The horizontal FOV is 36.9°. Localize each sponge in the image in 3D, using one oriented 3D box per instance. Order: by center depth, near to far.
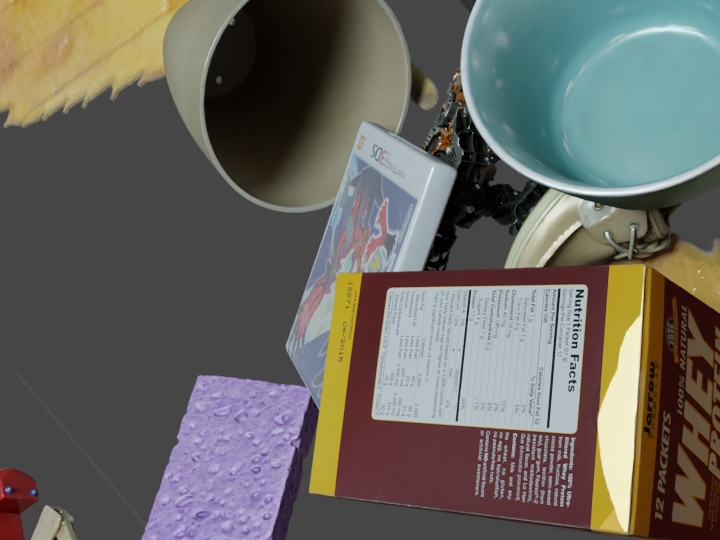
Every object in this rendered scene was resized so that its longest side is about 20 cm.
[{"bbox_3d":[-0.106,0.181,0.844,0.110,0.030,0.202,3,61,23],"label":"sponge"}]

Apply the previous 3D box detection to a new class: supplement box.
[{"bbox_3d":[0.112,0.086,0.653,0.198,0.197,0.134,-1,75,36],"label":"supplement box"}]

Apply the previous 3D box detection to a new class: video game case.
[{"bbox_3d":[0.000,0.000,0.797,0.182,0.023,0.202,-133,60,-68],"label":"video game case"}]

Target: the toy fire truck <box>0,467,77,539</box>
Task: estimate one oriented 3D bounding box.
[{"bbox_3d":[-0.304,0.266,1.004,0.140,0.049,0.202,-33,59,24],"label":"toy fire truck"}]

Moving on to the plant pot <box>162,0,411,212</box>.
[{"bbox_3d":[-0.087,-0.170,0.905,0.200,0.186,0.189,35,98,51],"label":"plant pot"}]

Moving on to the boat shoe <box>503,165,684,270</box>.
[{"bbox_3d":[0.178,-0.042,0.724,0.200,0.072,0.065,-46,54,10],"label":"boat shoe"}]

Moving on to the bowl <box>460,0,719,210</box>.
[{"bbox_3d":[0.171,-0.119,0.657,0.199,0.105,0.203,-9,67,23],"label":"bowl"}]

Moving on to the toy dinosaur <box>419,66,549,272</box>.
[{"bbox_3d":[0.082,-0.065,0.801,0.135,0.101,0.203,176,93,-65],"label":"toy dinosaur"}]

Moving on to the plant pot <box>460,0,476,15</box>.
[{"bbox_3d":[0.123,-0.275,0.764,0.200,0.177,0.200,-43,56,17],"label":"plant pot"}]
